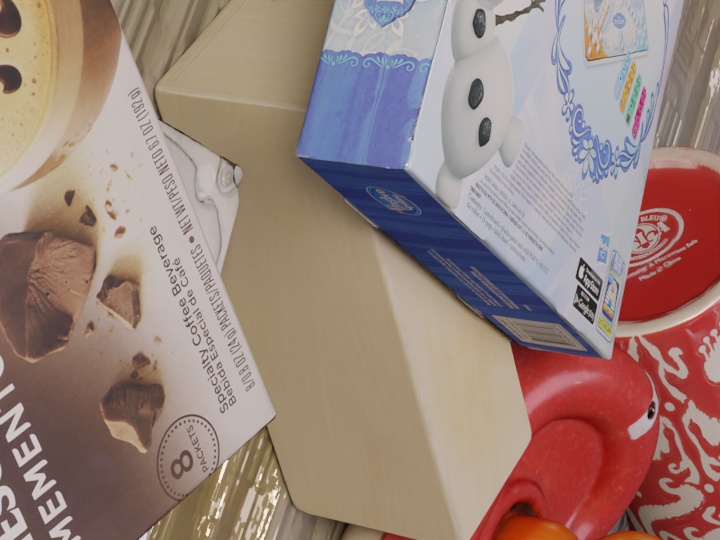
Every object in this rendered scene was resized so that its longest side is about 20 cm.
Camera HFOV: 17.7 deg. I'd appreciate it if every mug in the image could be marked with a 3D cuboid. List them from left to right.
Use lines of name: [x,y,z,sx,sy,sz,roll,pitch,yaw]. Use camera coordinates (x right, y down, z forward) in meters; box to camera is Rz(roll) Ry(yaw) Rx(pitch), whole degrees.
mug: [0.170,0.031,1.076,0.178,0.133,0.200,-52,137,-19]

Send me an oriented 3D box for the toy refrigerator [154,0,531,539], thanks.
toy refrigerator: [0.000,0.000,0.825,0.070,0.076,0.200,-53,140,-39]

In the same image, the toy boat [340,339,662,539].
toy boat: [0.074,0.120,0.931,0.200,0.130,0.131,-61,145,-28]

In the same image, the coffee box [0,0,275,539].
coffee box: [-0.113,-0.018,0.573,0.113,0.080,0.201,-40,121,-38]

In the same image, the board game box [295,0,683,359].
board game box: [0.058,-0.094,0.782,0.200,0.043,0.200,40,62,-60]

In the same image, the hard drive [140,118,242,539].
hard drive: [-0.105,0.042,0.694,0.140,0.038,0.201,30,73,-59]
